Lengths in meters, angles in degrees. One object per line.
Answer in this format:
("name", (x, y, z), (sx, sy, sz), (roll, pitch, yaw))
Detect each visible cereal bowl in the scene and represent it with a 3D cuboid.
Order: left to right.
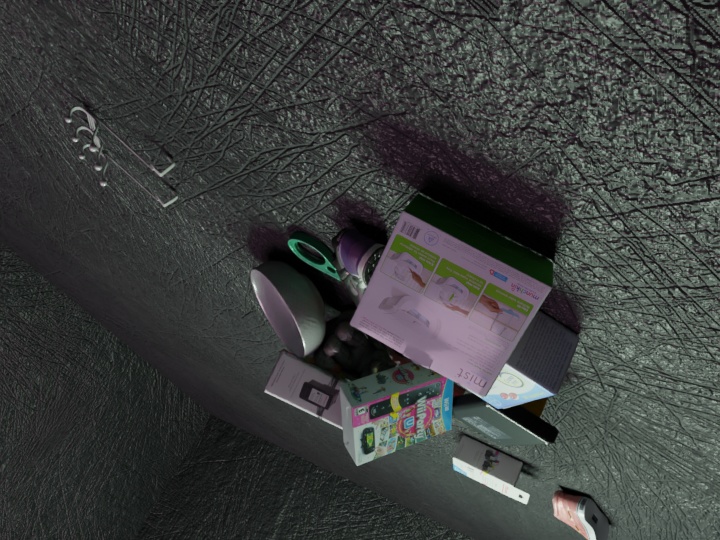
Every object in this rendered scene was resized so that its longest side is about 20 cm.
("cereal bowl", (-0.128, 0.065, 1.338), (0.200, 0.083, 0.200), (47, 156, 29))

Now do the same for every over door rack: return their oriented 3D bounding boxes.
("over door rack", (-0.429, -0.191, 1.240), (0.199, 0.067, 0.148), (31, 158, -2))

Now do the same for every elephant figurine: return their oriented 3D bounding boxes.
("elephant figurine", (0.010, 0.181, 1.384), (0.200, 0.155, 0.141), (38, 122, -18))

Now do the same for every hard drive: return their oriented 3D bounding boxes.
("hard drive", (0.245, 0.267, 1.241), (0.139, 0.033, 0.200), (33, 161, -4))

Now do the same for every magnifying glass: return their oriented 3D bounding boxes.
("magnifying glass", (-0.044, 0.000, 1.226), (0.200, 0.022, 0.080), (36, 156, -15))

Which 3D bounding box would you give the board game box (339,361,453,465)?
("board game box", (0.068, 0.252, 1.264), (0.064, 0.199, 0.148), (-131, 30, -50))

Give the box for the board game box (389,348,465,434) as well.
("board game box", (0.107, 0.246, 1.444), (0.199, 0.103, 0.019), (27, 179, 6))

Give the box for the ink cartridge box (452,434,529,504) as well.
("ink cartridge box", (0.333, 0.495, 1.722), (0.199, 0.068, 0.115), (22, 156, 20))

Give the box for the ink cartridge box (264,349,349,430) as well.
("ink cartridge box", (-0.082, 0.237, 1.365), (0.199, 0.084, 0.145), (27, 174, -4))

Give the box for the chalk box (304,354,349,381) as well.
("chalk box", (-0.058, 0.224, 1.569), (0.199, 0.125, 0.124), (6, 148, 42))

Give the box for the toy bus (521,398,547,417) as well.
("toy bus", (0.241, 0.199, 1.233), (0.200, 0.065, 0.078), (36, 158, -15))

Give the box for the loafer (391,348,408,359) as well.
("loafer", (0.089, 0.127, 1.259), (0.073, 0.072, 0.200), (30, 157, 1))

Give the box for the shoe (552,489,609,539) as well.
("shoe", (0.542, 0.609, 1.709), (0.091, 0.072, 0.200), (8, 143, 45))

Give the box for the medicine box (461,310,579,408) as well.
("medicine box", (0.191, 0.110, 1.061), (0.200, 0.103, 0.182), (32, 157, -5))

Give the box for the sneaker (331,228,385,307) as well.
("sneaker", (0.000, 0.000, 1.113), (0.087, 0.076, 0.200), (36, 155, 22))

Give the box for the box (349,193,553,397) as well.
("box", (0.115, 0.032, 0.885), (0.199, 0.097, 0.177), (27, 115, 7))
